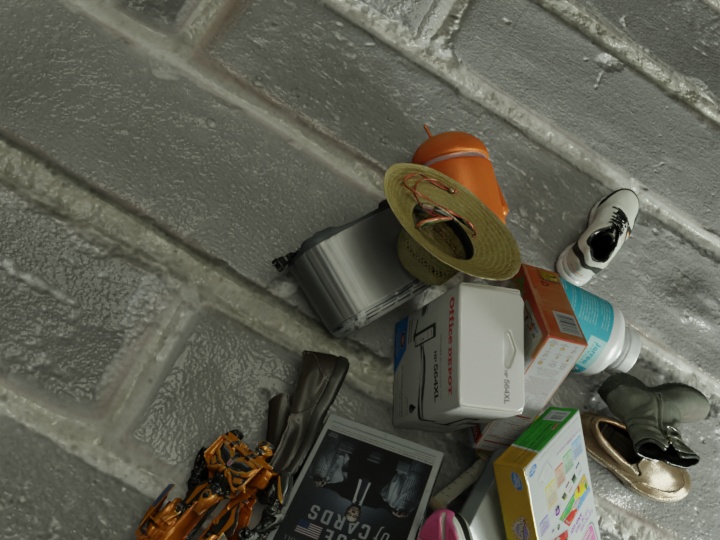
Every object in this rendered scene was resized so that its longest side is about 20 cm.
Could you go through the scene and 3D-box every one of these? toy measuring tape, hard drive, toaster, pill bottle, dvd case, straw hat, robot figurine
[{"bbox_3d":[0.172,0.259,0.979,0.200,0.074,0.074,-35,86,-21],"label":"toy measuring tape"},{"bbox_3d":[0.189,0.336,0.914,0.132,0.026,0.200,-47,113,-43],"label":"hard drive"},{"bbox_3d":[0.000,0.000,0.978,0.200,0.114,0.130,-28,85,-30],"label":"toaster"},{"bbox_3d":[0.286,0.075,1.055,0.199,0.111,0.111,25,66,-9],"label":"pill bottle"},{"bbox_3d":[-0.004,0.263,0.852,0.150,0.025,0.200,17,42,12],"label":"dvd case"},{"bbox_3d":[0.091,-0.033,0.922,0.200,0.085,0.201,23,35,-17],"label":"straw hat"},{"bbox_3d":[0.136,-0.107,1.063,0.143,0.117,0.201,-11,76,-1],"label":"robot figurine"},{"bbox_3d":[-0.165,0.264,0.820,0.145,0.058,0.200,27,72,38],"label":"robot figurine"}]

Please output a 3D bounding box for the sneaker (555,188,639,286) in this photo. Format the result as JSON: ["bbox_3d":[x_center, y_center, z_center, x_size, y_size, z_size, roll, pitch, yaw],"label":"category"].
[{"bbox_3d":[0.379,-0.057,1.153,0.074,0.080,0.200,41,62,-1],"label":"sneaker"}]

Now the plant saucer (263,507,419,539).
[{"bbox_3d":[-0.022,0.340,0.890,0.200,0.051,0.201,6,71,-17],"label":"plant saucer"}]

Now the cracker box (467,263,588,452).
[{"bbox_3d":[0.192,0.111,0.940,0.057,0.200,0.134,15,35,-15],"label":"cracker box"}]

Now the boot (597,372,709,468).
[{"bbox_3d":[0.423,0.218,1.040,0.199,0.068,0.131,13,35,-25],"label":"boot"}]

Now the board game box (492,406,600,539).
[{"bbox_3d":[0.225,0.285,0.894,0.153,0.040,0.201,-24,106,-48],"label":"board game box"}]

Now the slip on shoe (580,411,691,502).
[{"bbox_3d":[0.385,0.258,1.056,0.200,0.061,0.076,35,64,-6],"label":"slip on shoe"}]

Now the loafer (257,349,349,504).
[{"bbox_3d":[-0.084,0.183,0.917,0.071,0.073,0.200,26,62,4],"label":"loafer"}]

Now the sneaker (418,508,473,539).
[{"bbox_3d":[0.123,0.344,0.823,0.087,0.074,0.201,-21,95,-43],"label":"sneaker"}]

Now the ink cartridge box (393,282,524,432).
[{"bbox_3d":[0.114,0.113,0.932,0.084,0.200,0.147,9,69,-17],"label":"ink cartridge box"}]
